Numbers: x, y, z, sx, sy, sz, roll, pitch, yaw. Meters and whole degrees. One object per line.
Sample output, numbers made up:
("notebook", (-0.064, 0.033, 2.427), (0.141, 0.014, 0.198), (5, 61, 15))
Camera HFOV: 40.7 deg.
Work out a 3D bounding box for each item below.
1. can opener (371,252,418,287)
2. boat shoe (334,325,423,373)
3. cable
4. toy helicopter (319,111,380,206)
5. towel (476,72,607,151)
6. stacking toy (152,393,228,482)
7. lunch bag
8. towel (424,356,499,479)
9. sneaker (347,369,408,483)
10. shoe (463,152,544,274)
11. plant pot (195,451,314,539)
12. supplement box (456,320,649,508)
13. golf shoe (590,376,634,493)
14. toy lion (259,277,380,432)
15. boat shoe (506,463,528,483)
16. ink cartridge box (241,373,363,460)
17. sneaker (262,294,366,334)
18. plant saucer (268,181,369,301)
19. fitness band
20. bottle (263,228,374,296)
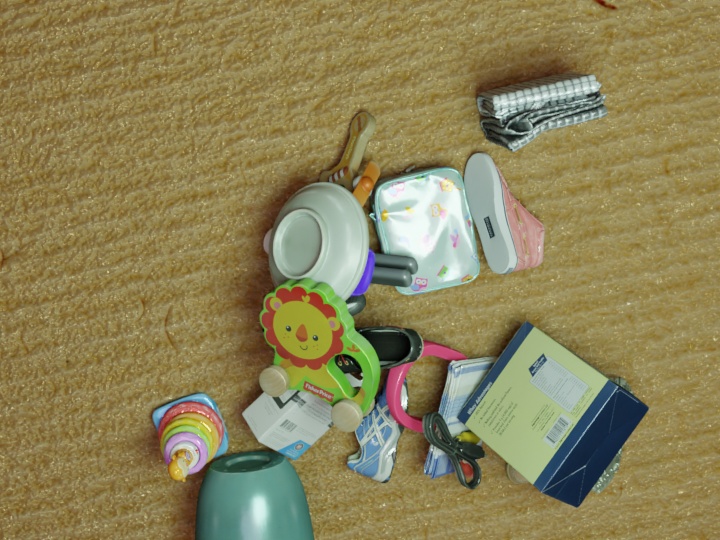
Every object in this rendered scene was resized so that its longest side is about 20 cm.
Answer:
("can opener", (0.000, 0.000, 1.547), (0.199, 0.053, 0.067), (3, 141, 31))
("boat shoe", (-0.007, 0.120, 1.477), (0.200, 0.063, 0.074), (-7, 82, 16))
("cable", (0.143, 0.287, 1.544), (0.200, 0.050, 0.098), (30, 66, -45))
("toy helicopter", (-0.016, -0.155, 1.522), (0.079, 0.132, 0.201), (25, 80, -36))
("towel", (0.273, -0.244, 1.476), (0.164, 0.200, 0.086), (-13, 102, 0))
("stacking toy", (-0.277, 0.282, 1.541), (0.109, 0.200, 0.117), (-20, 100, 1))
("lunch bag", (0.100, -0.068, 1.561), (0.159, 0.077, 0.201), (-13, 101, 1))
("towel", (0.170, 0.239, 1.607), (0.024, 0.146, 0.201), (20, 104, 37))
("sneaker", (0.032, 0.254, 1.617), (0.077, 0.076, 0.201), (13, 95, -3))
("shoe", (0.235, -0.094, 1.573), (0.091, 0.071, 0.201), (-7, 79, -37))
("plant pot", (-0.176, 0.387, 1.575), (0.199, 0.201, 0.162), (-5, 94, -2))
("supplement box", (0.303, 0.227, 1.541), (0.134, 0.200, 0.200), (32, 95, -47))
("golf shoe", (0.386, 0.270, 1.608), (0.078, 0.097, 0.201), (53, 50, -44))
("toy lion", (-0.060, 0.113, 1.424), (0.199, 0.069, 0.193), (24, 118, 15))
("boat shoe", (0.345, 0.315, 1.651), (0.199, 0.065, 0.072), (-23, 101, 1))
("ink cartridge box", (-0.079, 0.205, 1.579), (0.200, 0.068, 0.116), (-43, 141, 5))
("sneaker", (-0.063, 0.082, 1.561), (0.199, 0.074, 0.080), (-23, 115, 36))
("plant saucer", (-0.077, -0.036, 1.445), (0.050, 0.200, 0.201), (11, 104, -49))
("fitness band", (0.112, 0.190, 1.574), (0.199, 0.037, 0.144), (22, 87, -46))
("bottle", (-0.069, -0.022, 1.511), (0.065, 0.199, 0.084), (4, 101, -49))
